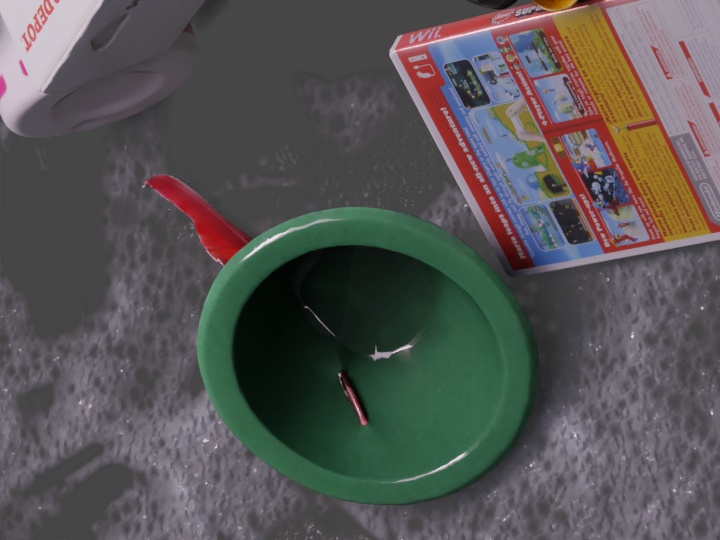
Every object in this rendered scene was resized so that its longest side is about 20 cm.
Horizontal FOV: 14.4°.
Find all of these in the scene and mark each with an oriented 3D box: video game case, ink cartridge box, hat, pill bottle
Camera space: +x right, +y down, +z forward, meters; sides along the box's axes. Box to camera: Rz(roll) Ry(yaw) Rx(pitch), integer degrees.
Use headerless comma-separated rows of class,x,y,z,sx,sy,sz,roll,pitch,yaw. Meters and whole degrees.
video game case,0.128,-0.071,1.360,0.199,0.017,0.143,-11,123,32
ink cartridge box,-0.146,-0.210,1.413,0.201,0.083,0.147,66,152,9
hat,0.000,0.000,1.494,0.200,0.176,0.166,39,114,-15
pill bottle,-0.169,-0.184,1.541,0.113,0.113,0.201,-27,77,30

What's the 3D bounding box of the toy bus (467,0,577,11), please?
toy bus,0.025,-0.222,1.345,0.199,0.192,0.136,23,103,-10
